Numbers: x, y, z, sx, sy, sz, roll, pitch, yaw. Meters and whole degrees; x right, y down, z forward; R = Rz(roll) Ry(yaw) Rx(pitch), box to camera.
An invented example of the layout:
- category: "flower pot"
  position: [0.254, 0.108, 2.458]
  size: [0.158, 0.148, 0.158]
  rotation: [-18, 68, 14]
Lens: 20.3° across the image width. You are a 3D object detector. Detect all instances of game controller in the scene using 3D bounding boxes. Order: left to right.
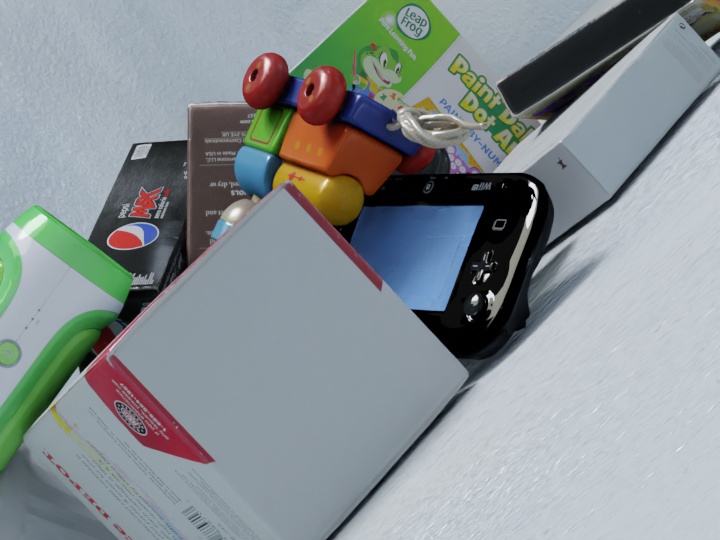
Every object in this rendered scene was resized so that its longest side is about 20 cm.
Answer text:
- category: "game controller"
  position: [0.029, -0.005, 1.116]
  size: [0.199, 0.042, 0.105]
  rotation: [2, 75, 53]

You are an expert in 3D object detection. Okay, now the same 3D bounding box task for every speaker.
- category: "speaker"
  position: [-0.218, 0.064, 1.156]
  size: [0.201, 0.088, 0.088]
  rotation: [-54, 4, -3]

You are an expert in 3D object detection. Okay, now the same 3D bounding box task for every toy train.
- category: "toy train"
  position: [-0.011, -0.045, 1.113]
  size: [0.200, 0.084, 0.116]
  rotation: [23, 88, 58]

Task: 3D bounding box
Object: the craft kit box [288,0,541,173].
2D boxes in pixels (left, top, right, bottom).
- category: "craft kit box"
  position: [0.028, -0.078, 1.417]
  size: [0.198, 0.200, 0.048]
  rotation: [-46, 6, -30]

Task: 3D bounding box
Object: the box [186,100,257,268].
- category: "box"
  position: [-0.068, -0.003, 1.285]
  size: [0.074, 0.202, 0.100]
  rotation: [1, -2, 9]

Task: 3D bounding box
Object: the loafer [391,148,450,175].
- category: "loafer"
  position: [0.000, 0.000, 1.306]
  size: [0.068, 0.070, 0.202]
  rotation: [-12, 61, 65]

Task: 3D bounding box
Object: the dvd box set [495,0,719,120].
- category: "dvd box set"
  position: [0.183, -0.153, 1.394]
  size: [0.146, 0.030, 0.200]
  rotation: [-33, -7, 18]

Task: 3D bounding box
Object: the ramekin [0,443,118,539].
- category: "ramekin"
  position: [-0.223, 0.197, 1.248]
  size: [0.200, 0.097, 0.201]
  rotation: [-46, 32, 39]

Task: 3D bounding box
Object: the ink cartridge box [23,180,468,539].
- category: "ink cartridge box"
  position: [-0.069, 0.075, 1.090]
  size: [0.145, 0.145, 0.200]
  rotation: [-46, 5, -27]

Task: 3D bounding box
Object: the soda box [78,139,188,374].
- category: "soda box"
  position: [-0.134, -0.009, 1.298]
  size: [0.063, 0.071, 0.200]
  rotation: [-2, 30, 10]

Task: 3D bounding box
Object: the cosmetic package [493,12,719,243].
- category: "cosmetic package"
  position: [0.130, -0.066, 1.303]
  size: [0.151, 0.052, 0.200]
  rotation: [-44, 2, -35]
